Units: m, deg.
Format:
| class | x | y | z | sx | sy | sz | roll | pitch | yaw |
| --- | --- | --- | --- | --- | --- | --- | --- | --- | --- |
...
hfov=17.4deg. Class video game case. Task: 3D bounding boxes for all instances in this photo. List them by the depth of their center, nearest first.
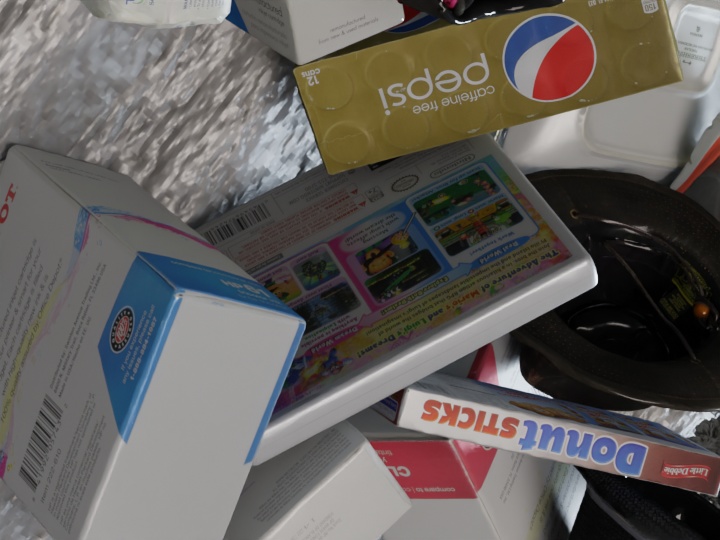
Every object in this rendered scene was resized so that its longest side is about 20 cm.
| class | x | y | z | sx | sy | sz | roll | pitch | yaw |
| --- | --- | --- | --- | --- | --- | --- | --- | --- | --- |
| video game case | 0.000 | 0.000 | 1.230 | 0.199 | 0.182 | 0.024 | -27 | 128 | -5 |

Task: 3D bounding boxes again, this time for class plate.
| class | x | y | z | sx | sy | sz | roll | pitch | yaw |
| --- | --- | --- | --- | --- | --- | --- | --- | --- | --- |
| plate | 0.187 | -0.136 | 1.382 | 0.199 | 0.032 | 0.201 | 6 | 108 | -41 |

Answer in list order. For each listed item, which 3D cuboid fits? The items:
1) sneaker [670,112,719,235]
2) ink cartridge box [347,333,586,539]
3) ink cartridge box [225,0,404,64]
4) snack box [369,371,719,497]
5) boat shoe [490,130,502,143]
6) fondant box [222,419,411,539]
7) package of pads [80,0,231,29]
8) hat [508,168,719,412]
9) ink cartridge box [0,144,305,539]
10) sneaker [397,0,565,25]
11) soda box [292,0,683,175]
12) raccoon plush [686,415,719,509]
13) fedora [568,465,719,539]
| class | x | y | z | sx | sy | sz | roll | pitch | yaw |
| --- | --- | --- | --- | --- | --- | --- | --- | --- | --- |
| sneaker | 0.211 | -0.013 | 1.408 | 0.077 | 0.082 | 0.201 | -5 | 139 | -35 |
| ink cartridge box | 0.074 | 0.117 | 1.373 | 0.201 | 0.083 | 0.146 | 64 | 36 | -34 |
| ink cartridge box | -0.047 | -0.218 | 1.163 | 0.067 | 0.116 | 0.201 | -24 | 122 | -22 |
| snack box | 0.093 | 0.081 | 1.240 | 0.199 | 0.072 | 0.024 | 14 | 96 | -26 |
| boat shoe | 0.069 | -0.138 | 1.305 | 0.072 | 0.062 | 0.201 | -7 | 116 | -33 |
| fondant box | -0.084 | 0.111 | 1.239 | 0.144 | 0.200 | 0.058 | -43 | 130 | -8 |
| package of pads | -0.111 | -0.207 | 1.075 | 0.068 | 0.200 | 0.156 | -2 | 113 | -22 |
| hat | 0.137 | 0.029 | 1.318 | 0.199 | 0.201 | 0.081 | 2 | 138 | -32 |
| ink cartridge box | -0.129 | 0.042 | 1.182 | 0.084 | 0.200 | 0.145 | 12 | 105 | -38 |
| sneaker | 0.022 | -0.159 | 1.106 | 0.199 | 0.084 | 0.077 | -1 | 111 | -35 |
| soda box | 0.067 | -0.116 | 1.256 | 0.199 | 0.064 | 0.068 | -14 | 117 | 9 |
| raccoon plush | 0.284 | 0.159 | 1.564 | 0.199 | 0.097 | 0.135 | -27 | 131 | -19 |
| fedora | 0.168 | 0.175 | 1.332 | 0.200 | 0.201 | 0.092 | 30 | 97 | -37 |
